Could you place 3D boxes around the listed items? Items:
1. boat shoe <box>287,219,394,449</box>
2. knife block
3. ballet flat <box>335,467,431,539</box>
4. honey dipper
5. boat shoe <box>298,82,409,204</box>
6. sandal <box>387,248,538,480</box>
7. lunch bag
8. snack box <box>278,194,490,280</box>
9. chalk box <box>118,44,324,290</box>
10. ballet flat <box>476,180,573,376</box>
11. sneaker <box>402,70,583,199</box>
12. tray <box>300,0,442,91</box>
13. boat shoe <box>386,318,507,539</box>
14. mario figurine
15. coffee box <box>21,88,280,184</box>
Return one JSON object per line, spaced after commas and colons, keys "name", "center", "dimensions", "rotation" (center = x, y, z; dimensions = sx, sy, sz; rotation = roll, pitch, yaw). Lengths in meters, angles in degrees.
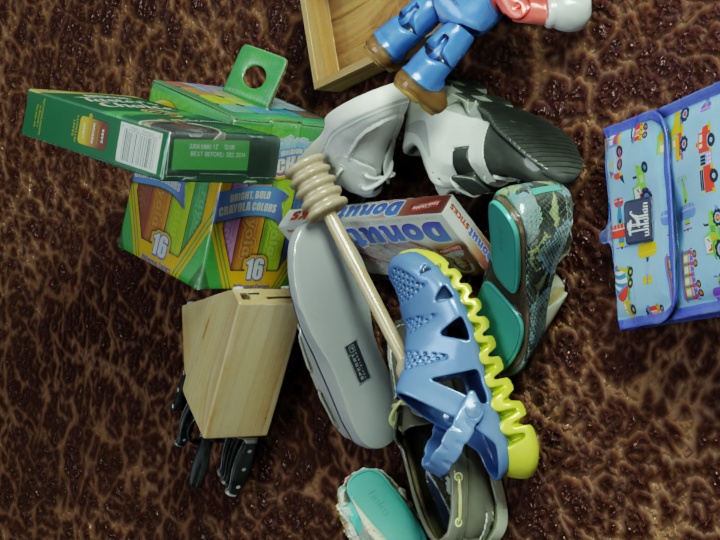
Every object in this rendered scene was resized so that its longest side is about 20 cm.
{"name": "boat shoe", "center": [-0.022, 0.053, 1.624], "dimensions": [0.065, 0.072, 0.202], "rotation": [2, 118, 58]}
{"name": "knife block", "center": [-0.110, 0.111, 1.710], "dimensions": [0.200, 0.063, 0.178], "rotation": [163, 104, -64]}
{"name": "ballet flat", "center": [0.042, 0.251, 1.592], "dimensions": [0.064, 0.075, 0.201], "rotation": [95, 153, -53]}
{"name": "honey dipper", "center": [0.000, 0.000, 1.559], "dimensions": [0.038, 0.038, 0.201], "rotation": [-37, 77, 40]}
{"name": "boat shoe", "center": [-0.001, -0.093, 1.595], "dimensions": [0.069, 0.071, 0.200], "rotation": [65, 152, 9]}
{"name": "sandal", "center": [0.064, 0.079, 1.504], "dimensions": [0.080, 0.086, 0.202], "rotation": [120, 128, -70]}
{"name": "lunch bag", "center": [0.240, -0.042, 1.369], "dimensions": [0.199, 0.093, 0.152], "rotation": [-15, 80, 58]}
{"name": "snack box", "center": [0.021, -0.025, 1.603], "dimensions": [0.199, 0.072, 0.024], "rotation": [-3, 44, 47]}
{"name": "chalk box", "center": [-0.114, -0.096, 1.706], "dimensions": [0.124, 0.123, 0.202], "rotation": [24, 107, 43]}
{"name": "ballet flat", "center": [0.130, 0.007, 1.476], "dimensions": [0.075, 0.074, 0.201], "rotation": [57, 158, 31]}
{"name": "sneaker", "center": [0.100, -0.087, 1.518], "dimensions": [0.200, 0.073, 0.089], "rotation": [39, 117, 51]}
{"name": "tray", "center": [0.030, -0.228, 1.617], "dimensions": [0.199, 0.037, 0.100], "rotation": [-20, 76, 46]}
{"name": "boat shoe", "center": [0.060, 0.127, 1.564], "dimensions": [0.072, 0.060, 0.204], "rotation": [-34, 66, 41]}
{"name": "mario figurine", "center": [0.103, -0.212, 1.492], "dimensions": [0.123, 0.106, 0.200], "rotation": [43, 103, -11]}
{"name": "coffee box", "center": [-0.176, -0.111, 1.599], "dimensions": [0.199, 0.122, 0.044], "rotation": [19, 104, 45]}
